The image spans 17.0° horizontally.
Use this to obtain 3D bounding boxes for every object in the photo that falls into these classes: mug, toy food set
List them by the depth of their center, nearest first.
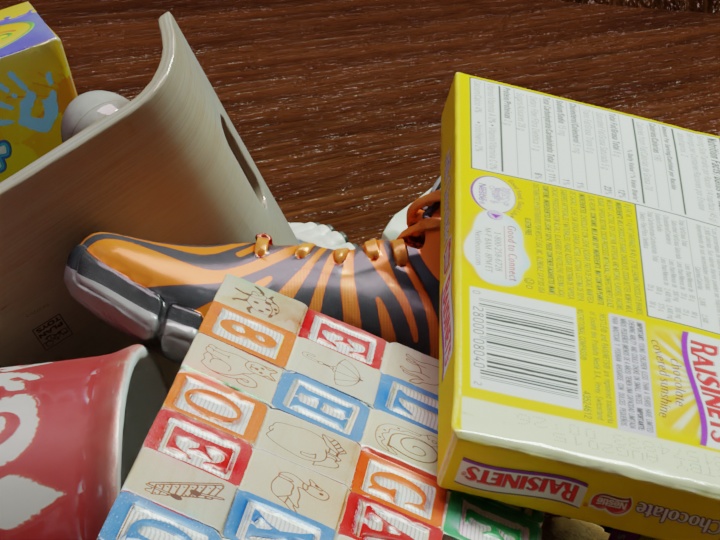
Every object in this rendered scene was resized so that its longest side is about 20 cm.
[{"bbox_3d":[-0.166,0.114,0.851,0.199,0.178,0.134,-3,48,4],"label":"mug"},{"bbox_3d":[-0.126,0.006,0.914,0.199,0.144,0.060,-32,47,-4],"label":"toy food set"}]

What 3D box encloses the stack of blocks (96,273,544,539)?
[{"bbox_3d":[-0.012,0.079,0.683,0.115,0.059,0.200,23,20,-1],"label":"stack of blocks"}]

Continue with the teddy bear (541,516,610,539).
[{"bbox_3d":[0.013,0.118,0.803,0.199,0.067,0.145,3,27,-48],"label":"teddy bear"}]

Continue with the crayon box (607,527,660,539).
[{"bbox_3d":[0.164,0.098,0.733,0.172,0.058,0.201,9,56,34],"label":"crayon box"}]

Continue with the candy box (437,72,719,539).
[{"bbox_3d":[0.075,0.007,0.759,0.102,0.027,0.200,15,34,-8],"label":"candy box"}]

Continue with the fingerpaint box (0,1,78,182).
[{"bbox_3d":[-0.196,0.005,0.967,0.199,0.168,0.073,-20,23,-11],"label":"fingerpaint box"}]

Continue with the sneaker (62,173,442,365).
[{"bbox_3d":[0.000,0.000,0.866,0.199,0.113,0.078,20,-5,0],"label":"sneaker"}]

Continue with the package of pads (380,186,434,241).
[{"bbox_3d":[0.107,0.004,0.974,0.154,0.069,0.200,22,27,15],"label":"package of pads"}]

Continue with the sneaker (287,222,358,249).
[{"bbox_3d":[-0.075,0.007,1.079,0.090,0.079,0.200,-30,27,-25],"label":"sneaker"}]

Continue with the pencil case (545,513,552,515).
[{"bbox_3d":[0.087,0.069,1.011,0.199,0.088,0.087,4,10,-20],"label":"pencil case"}]
